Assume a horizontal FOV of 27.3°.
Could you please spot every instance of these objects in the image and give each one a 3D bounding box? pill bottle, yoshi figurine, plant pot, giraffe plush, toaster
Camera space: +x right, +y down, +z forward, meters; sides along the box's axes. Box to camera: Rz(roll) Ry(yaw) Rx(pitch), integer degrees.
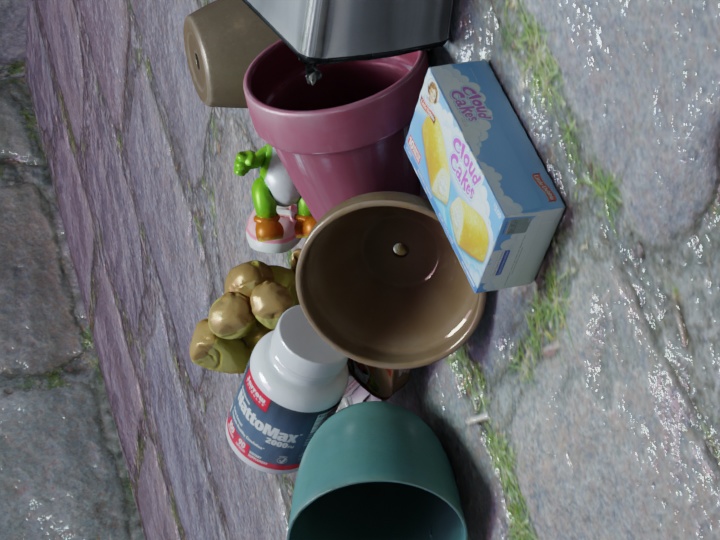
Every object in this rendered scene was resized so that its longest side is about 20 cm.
[{"bbox_3d":[-0.080,0.137,1.747,0.120,0.119,0.200,66,148,36],"label":"pill bottle"},{"bbox_3d":[-0.084,-0.136,1.720,0.112,0.112,0.201,-3,93,30],"label":"yoshi figurine"},{"bbox_3d":[-0.012,-0.151,1.618,0.200,0.200,0.179,-125,17,-51],"label":"plant pot"},{"bbox_3d":[-0.120,-0.277,1.821,0.200,0.174,0.201,166,90,-75],"label":"plant pot"},{"bbox_3d":[-0.114,0.051,1.860,0.200,0.172,0.162,54,-158,-44],"label":"giraffe plush"},{"bbox_3d":[0.017,0.246,1.684,0.161,0.200,0.201,-91,8,-50],"label":"plant pot"},{"bbox_3d":[-0.011,-0.295,1.521,0.200,0.180,0.119,49,142,43],"label":"toaster"},{"bbox_3d":[0.038,-0.003,1.573,0.093,0.200,0.201,-69,-16,-61],"label":"plant pot"}]

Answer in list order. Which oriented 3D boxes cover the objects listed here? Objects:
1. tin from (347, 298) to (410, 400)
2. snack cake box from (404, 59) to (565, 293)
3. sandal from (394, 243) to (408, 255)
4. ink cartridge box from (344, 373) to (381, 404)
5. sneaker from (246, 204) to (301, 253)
[{"bbox_3d":[0.014,0.075,1.725,0.112,0.042,0.200,49,157,25],"label":"tin"},{"bbox_3d":[0.117,-0.093,1.442,0.115,0.067,0.200,105,149,-49],"label":"snack cake box"},{"bbox_3d":[0.050,-0.006,1.670,0.082,0.054,0.200,123,129,-62],"label":"sandal"},{"bbox_3d":[-0.039,0.099,1.943,0.117,0.067,0.201,128,130,-62],"label":"ink cartridge box"},{"bbox_3d":[-0.100,-0.109,1.911,0.200,0.075,0.105,-67,-19,-54],"label":"sneaker"}]
